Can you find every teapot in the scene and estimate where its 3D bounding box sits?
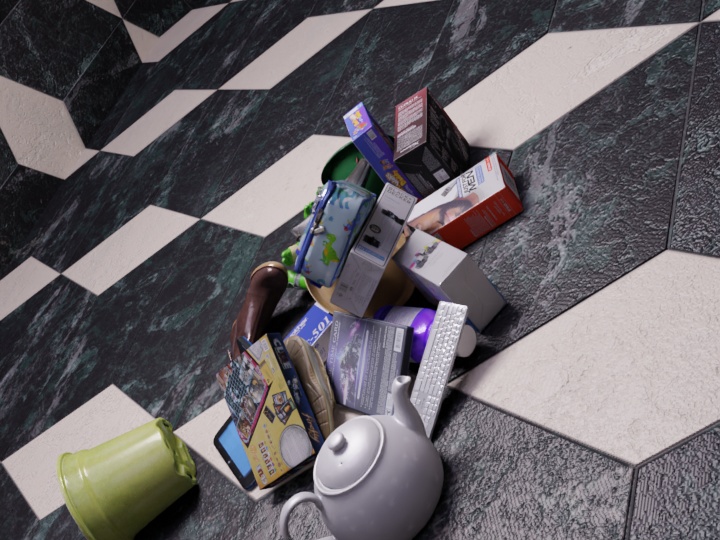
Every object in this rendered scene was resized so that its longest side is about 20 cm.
[{"bbox_3d":[0.003,0.272,1.308,0.195,0.146,0.202,-23,36,33],"label":"teapot"}]

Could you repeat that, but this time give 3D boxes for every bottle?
[{"bbox_3d":[0.092,0.099,1.493,0.198,0.065,0.084,2,57,52],"label":"bottle"}]

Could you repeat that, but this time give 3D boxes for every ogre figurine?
[{"bbox_3d":[-0.066,-0.046,1.814,0.119,0.098,0.202,28,83,31],"label":"ogre figurine"}]

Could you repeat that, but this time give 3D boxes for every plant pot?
[{"bbox_3d":[-0.388,0.355,1.673,0.183,0.202,0.201,-32,30,-1],"label":"plant pot"},{"bbox_3d":[0.000,0.000,1.661,0.202,0.197,0.028,-61,-10,-27],"label":"plant pot"}]

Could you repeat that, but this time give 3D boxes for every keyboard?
[{"bbox_3d":[0.106,0.145,1.400,0.056,0.011,0.203,11,81,42],"label":"keyboard"}]

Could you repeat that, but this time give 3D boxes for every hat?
[{"bbox_3d":[0.022,-0.133,1.885,0.200,0.164,0.178,-47,55,41],"label":"hat"}]

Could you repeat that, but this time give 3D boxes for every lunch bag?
[{"bbox_3d":[-0.041,-0.059,1.549,0.200,0.081,0.163,-52,-15,-80],"label":"lunch bag"}]

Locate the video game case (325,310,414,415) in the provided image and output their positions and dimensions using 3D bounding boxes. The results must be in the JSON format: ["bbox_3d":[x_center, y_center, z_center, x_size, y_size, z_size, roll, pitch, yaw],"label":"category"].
[{"bbox_3d":[0.008,0.146,1.517,0.199,0.019,0.146,8,90,56],"label":"video game case"}]

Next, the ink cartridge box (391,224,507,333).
[{"bbox_3d":[0.126,0.009,1.516,0.068,0.115,0.200,-46,29,-6],"label":"ink cartridge box"}]

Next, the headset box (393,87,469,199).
[{"bbox_3d":[0.130,-0.220,1.762,0.076,0.149,0.202,-28,34,24],"label":"headset box"}]

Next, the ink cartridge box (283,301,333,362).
[{"bbox_3d":[-0.045,0.077,1.713,0.201,0.044,0.094,-50,28,-8],"label":"ink cartridge box"}]

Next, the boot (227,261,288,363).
[{"bbox_3d":[-0.191,0.097,1.804,0.201,0.071,0.168,125,159,-46],"label":"boot"}]

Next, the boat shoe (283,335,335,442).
[{"bbox_3d":[-0.071,0.199,1.543,0.073,0.066,0.203,-28,63,27],"label":"boat shoe"}]

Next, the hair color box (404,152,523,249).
[{"bbox_3d":[0.169,-0.099,1.650,0.199,0.064,0.112,-34,32,20],"label":"hair color box"}]

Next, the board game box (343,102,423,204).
[{"bbox_3d":[0.052,-0.196,1.769,0.044,0.201,0.135,-35,26,10],"label":"board game box"}]

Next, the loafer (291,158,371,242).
[{"bbox_3d":[-0.047,-0.124,1.742,0.201,0.072,0.073,-57,-7,-17],"label":"loafer"}]

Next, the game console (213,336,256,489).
[{"bbox_3d":[-0.194,0.234,1.639,0.117,0.173,0.200,-23,24,-19],"label":"game console"}]

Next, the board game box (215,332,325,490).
[{"bbox_3d":[-0.141,0.219,1.520,0.135,0.034,0.202,-36,68,31],"label":"board game box"}]

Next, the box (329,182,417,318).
[{"bbox_3d":[0.023,-0.035,1.561,0.201,0.059,0.118,-64,-1,-50],"label":"box"}]
